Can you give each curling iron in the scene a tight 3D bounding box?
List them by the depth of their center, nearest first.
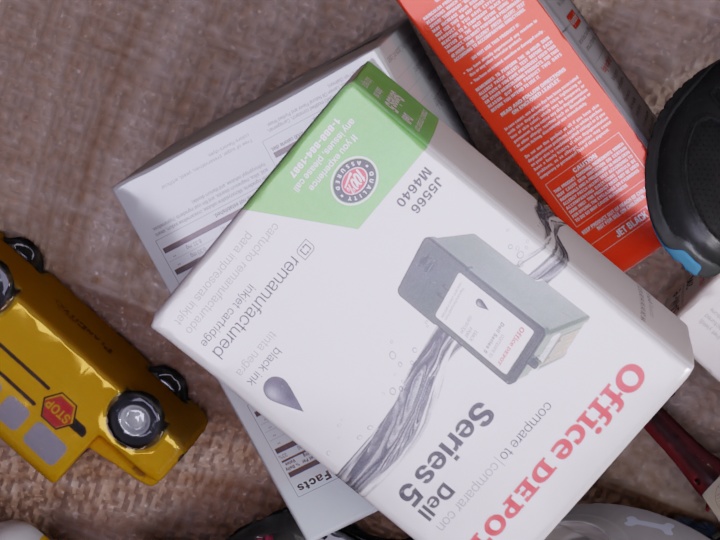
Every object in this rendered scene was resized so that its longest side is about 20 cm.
[{"bbox_3d":[0.186,0.109,1.182,0.026,0.050,0.200,-33,79,-17],"label":"curling iron"}]

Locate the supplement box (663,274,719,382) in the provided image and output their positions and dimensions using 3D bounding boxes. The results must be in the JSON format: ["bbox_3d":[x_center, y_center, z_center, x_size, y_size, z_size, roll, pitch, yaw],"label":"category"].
[{"bbox_3d":[0.265,-0.005,1.150,0.126,0.074,0.200,43,104,-2],"label":"supplement box"}]

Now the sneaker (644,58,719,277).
[{"bbox_3d":[0.204,-0.084,1.087,0.073,0.082,0.200,41,65,-19],"label":"sneaker"}]

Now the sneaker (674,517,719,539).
[{"bbox_3d":[0.213,0.206,1.204,0.200,0.077,0.085,30,109,2],"label":"sneaker"}]

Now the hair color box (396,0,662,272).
[{"bbox_3d":[0.092,-0.098,1.143,0.061,0.102,0.200,-35,94,15],"label":"hair color box"}]

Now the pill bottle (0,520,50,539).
[{"bbox_3d":[-0.180,0.208,1.246,0.200,0.104,0.104,41,104,-1],"label":"pill bottle"}]

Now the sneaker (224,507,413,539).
[{"bbox_3d":[-0.040,0.158,1.237,0.200,0.077,0.084,2,96,-2],"label":"sneaker"}]

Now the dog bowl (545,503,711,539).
[{"bbox_3d":[0.137,0.208,1.174,0.200,0.059,0.200,17,128,23],"label":"dog bowl"}]

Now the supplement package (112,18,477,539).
[{"bbox_3d":[0.000,0.000,1.150,0.151,0.152,0.200,-27,97,11],"label":"supplement package"}]

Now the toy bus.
[{"bbox_3d":[-0.181,0.045,1.232,0.200,0.065,0.078,42,105,-2],"label":"toy bus"}]

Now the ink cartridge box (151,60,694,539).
[{"bbox_3d":[0.031,0.026,1.031,0.200,0.084,0.146,39,102,-3],"label":"ink cartridge box"}]

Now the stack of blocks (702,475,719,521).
[{"bbox_3d":[0.280,0.123,1.128,0.200,0.059,0.115,29,109,-36],"label":"stack of blocks"}]
